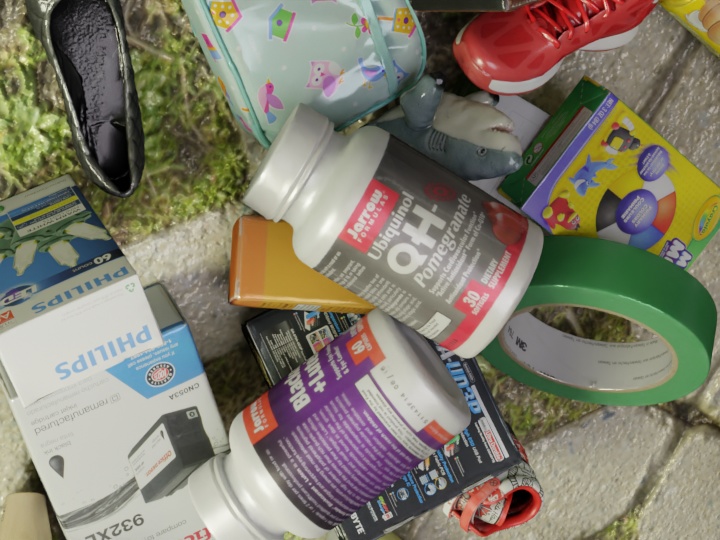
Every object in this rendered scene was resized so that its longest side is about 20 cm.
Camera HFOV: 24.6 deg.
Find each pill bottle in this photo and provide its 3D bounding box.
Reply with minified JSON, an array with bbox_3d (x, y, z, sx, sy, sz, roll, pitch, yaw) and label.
[{"bbox_3d":[-0.027,0.126,1.223,0.199,0.112,0.111,-38,122,9],"label":"pill bottle"},{"bbox_3d":[0.021,-0.033,1.173,0.199,0.111,0.111,31,98,-8],"label":"pill bottle"}]

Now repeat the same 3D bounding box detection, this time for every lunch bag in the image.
[{"bbox_3d":[-0.043,-0.199,1.200,0.159,0.077,0.201,-28,121,-10],"label":"lunch bag"}]

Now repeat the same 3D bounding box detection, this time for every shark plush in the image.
[{"bbox_3d":[0.026,-0.078,1.243,0.199,0.084,0.091,-21,164,20],"label":"shark plush"}]

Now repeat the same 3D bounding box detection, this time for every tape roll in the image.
[{"bbox_3d":[0.187,0.044,1.344,0.200,0.200,0.049,33,58,-31],"label":"tape roll"}]

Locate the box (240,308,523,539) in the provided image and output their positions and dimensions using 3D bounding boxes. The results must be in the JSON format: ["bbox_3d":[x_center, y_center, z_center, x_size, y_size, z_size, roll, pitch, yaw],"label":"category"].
[{"bbox_3d":[0.016,0.098,1.319,0.158,0.046,0.201,-26,89,-11],"label":"box"}]

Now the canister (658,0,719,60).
[{"bbox_3d":[0.351,-0.219,1.363,0.199,0.087,0.149,35,95,-30],"label":"canister"}]

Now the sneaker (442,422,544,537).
[{"bbox_3d":[0.061,0.163,1.378,0.200,0.108,0.068,11,120,-28],"label":"sneaker"}]

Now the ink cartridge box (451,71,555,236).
[{"bbox_3d":[0.144,-0.072,1.348,0.199,0.059,0.104,26,99,-31],"label":"ink cartridge box"}]

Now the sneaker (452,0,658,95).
[{"bbox_3d":[0.162,-0.207,1.242,0.199,0.079,0.116,-30,168,-37],"label":"sneaker"}]

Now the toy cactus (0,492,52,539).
[{"bbox_3d":[-0.267,0.256,1.270,0.101,0.200,0.167,0,71,-8],"label":"toy cactus"}]

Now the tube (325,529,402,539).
[{"bbox_3d":[0.047,0.281,1.464,0.058,0.052,0.200,-18,134,31],"label":"tube"}]

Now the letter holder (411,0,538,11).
[{"bbox_3d":[0.103,-0.299,1.177,0.141,0.100,0.202,-23,111,-36],"label":"letter holder"}]

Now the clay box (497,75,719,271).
[{"bbox_3d":[0.217,-0.052,1.326,0.199,0.048,0.115,34,97,-31],"label":"clay box"}]

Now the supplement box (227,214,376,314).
[{"bbox_3d":[0.000,0.000,1.271,0.198,0.069,0.067,4,82,-7],"label":"supplement box"}]

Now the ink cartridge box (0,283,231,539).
[{"bbox_3d":[-0.179,0.135,1.278,0.144,0.084,0.201,-24,119,-13],"label":"ink cartridge box"}]

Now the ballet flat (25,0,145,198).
[{"bbox_3d":[-0.187,-0.147,1.170,0.066,0.057,0.201,-22,119,-15],"label":"ballet flat"}]

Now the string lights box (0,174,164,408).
[{"bbox_3d":[-0.215,0.009,1.141,0.102,0.200,0.059,-24,119,-13],"label":"string lights box"}]
